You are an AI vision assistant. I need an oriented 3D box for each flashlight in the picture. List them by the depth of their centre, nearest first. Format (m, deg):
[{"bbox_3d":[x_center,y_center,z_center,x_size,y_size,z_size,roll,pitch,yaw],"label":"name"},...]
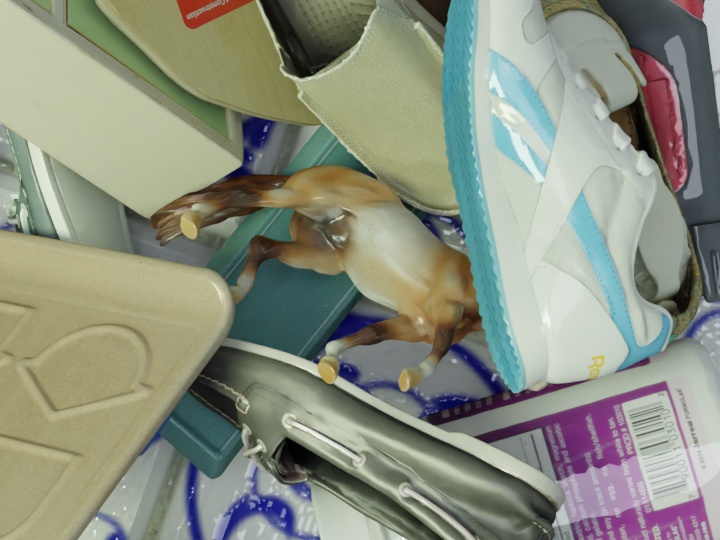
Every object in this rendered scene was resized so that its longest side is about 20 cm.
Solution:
[{"bbox_3d":[0.140,-0.083,1.282,0.068,0.068,0.201,-10,95,-39],"label":"flashlight"}]

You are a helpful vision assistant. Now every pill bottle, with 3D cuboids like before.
[{"bbox_3d":[0.082,0.112,1.261,0.199,0.112,0.113,-17,90,3],"label":"pill bottle"}]

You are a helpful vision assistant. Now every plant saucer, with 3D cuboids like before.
[{"bbox_3d":[-0.033,0.002,1.279,0.070,0.019,0.200,41,75,-10],"label":"plant saucer"}]

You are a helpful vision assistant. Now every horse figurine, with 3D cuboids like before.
[{"bbox_3d":[0.000,0.000,1.224,0.200,0.132,0.050,33,126,24],"label":"horse figurine"}]

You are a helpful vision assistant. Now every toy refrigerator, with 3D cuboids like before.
[{"bbox_3d":[-0.141,-0.111,1.223,0.070,0.200,0.076,-29,46,29],"label":"toy refrigerator"}]

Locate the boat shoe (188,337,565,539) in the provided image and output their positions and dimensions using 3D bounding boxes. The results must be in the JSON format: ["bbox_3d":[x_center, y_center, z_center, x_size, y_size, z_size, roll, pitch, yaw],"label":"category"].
[{"bbox_3d":[-0.006,0.086,1.196,0.200,0.067,0.057,21,71,21],"label":"boat shoe"}]

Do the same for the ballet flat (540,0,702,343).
[{"bbox_3d":[0.112,-0.059,1.227,0.070,0.071,0.201,-17,95,3],"label":"ballet flat"}]

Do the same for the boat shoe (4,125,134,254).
[{"bbox_3d":[-0.150,-0.021,1.290,0.062,0.073,0.201,-15,93,26],"label":"boat shoe"}]

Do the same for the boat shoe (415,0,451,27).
[{"bbox_3d":[0.030,-0.159,1.257,0.075,0.075,0.203,-29,105,-26],"label":"boat shoe"}]

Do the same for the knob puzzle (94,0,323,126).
[{"bbox_3d":[-0.055,-0.162,1.260,0.219,0.030,0.220,1,88,-41],"label":"knob puzzle"}]

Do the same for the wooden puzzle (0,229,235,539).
[{"bbox_3d":[-0.168,0.076,1.196,0.185,0.046,0.200,10,55,36],"label":"wooden puzzle"}]

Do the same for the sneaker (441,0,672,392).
[{"bbox_3d":[0.084,-0.050,1.175,0.081,0.077,0.201,-9,85,-8],"label":"sneaker"}]

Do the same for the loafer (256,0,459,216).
[{"bbox_3d":[-0.002,-0.099,1.228,0.076,0.068,0.200,-28,109,27],"label":"loafer"}]
